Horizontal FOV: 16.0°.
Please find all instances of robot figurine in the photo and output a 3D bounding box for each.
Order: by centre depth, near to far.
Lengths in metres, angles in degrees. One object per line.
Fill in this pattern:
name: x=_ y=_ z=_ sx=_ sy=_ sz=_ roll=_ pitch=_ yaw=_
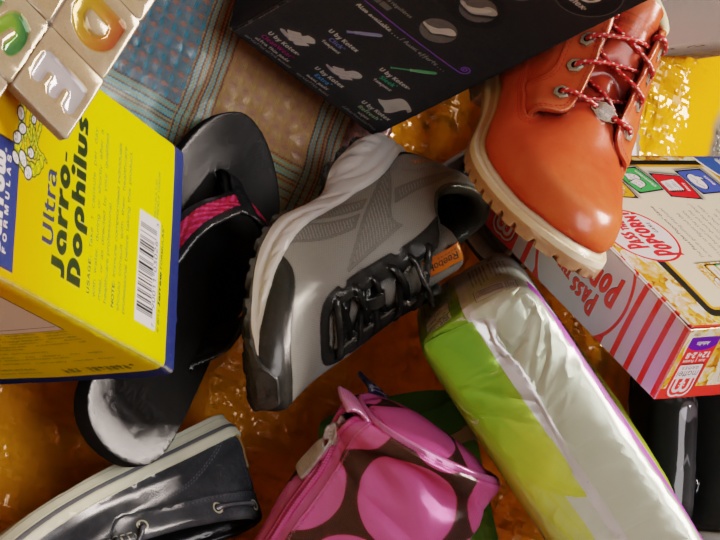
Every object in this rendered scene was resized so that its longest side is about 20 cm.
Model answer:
robot figurine: x=0.205 y=0.105 z=1.435 sx=0.150 sy=0.125 sz=0.201 roll=9 pitch=83 yaw=-20

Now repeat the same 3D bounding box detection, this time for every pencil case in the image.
pencil case: x=-0.022 y=0.154 z=1.241 sx=0.094 sy=0.091 sz=0.200 roll=26 pitch=99 yaw=-37

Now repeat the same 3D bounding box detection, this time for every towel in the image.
towel: x=-0.066 y=-0.084 z=1.298 sx=0.200 sy=0.022 sz=0.147 roll=26 pitch=74 yaw=-34

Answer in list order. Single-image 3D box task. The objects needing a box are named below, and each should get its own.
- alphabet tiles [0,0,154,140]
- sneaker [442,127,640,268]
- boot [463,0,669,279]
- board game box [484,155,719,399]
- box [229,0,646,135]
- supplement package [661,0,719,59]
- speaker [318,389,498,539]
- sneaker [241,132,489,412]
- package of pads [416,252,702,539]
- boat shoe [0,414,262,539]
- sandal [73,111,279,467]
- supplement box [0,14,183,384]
alphabet tiles: x=-0.141 y=-0.155 z=1.011 sx=0.167 sy=0.008 sz=0.200 roll=47 pitch=54 yaw=-28
sneaker: x=0.094 y=-0.095 z=1.389 sx=0.108 sy=0.070 sz=0.201 roll=-9 pitch=96 yaw=-39
boot: x=0.107 y=-0.082 z=1.245 sx=0.075 sy=0.107 sz=0.200 roll=30 pitch=30 yaw=-22
board game box: x=0.185 y=-0.001 z=1.334 sx=0.200 sy=0.152 sz=0.046 roll=-1 pitch=127 yaw=-40
box: x=0.047 y=-0.170 z=1.261 sx=0.106 sy=0.200 sz=0.123 roll=34 pitch=52 yaw=-30
supplement package: x=0.213 y=-0.181 z=1.399 sx=0.200 sy=0.117 sz=0.117 roll=-15 pitch=98 yaw=-72
speaker: x=0.035 y=0.168 z=1.325 sx=0.088 sy=0.088 sz=0.201 roll=-18 pitch=99 yaw=-36
sneaker: x=0.000 y=0.000 z=1.246 sx=0.200 sy=0.079 sz=0.074 roll=-53 pitch=151 yaw=-47
package of pads: x=0.105 y=0.090 z=1.277 sx=0.068 sy=0.155 sz=0.200 roll=-33 pitch=96 yaw=3
boat shoe: x=-0.124 y=0.133 z=1.210 sx=0.200 sy=0.075 sz=0.062 roll=-26 pitch=83 yaw=-40
sandal: x=-0.076 y=0.007 z=1.229 sx=0.075 sy=0.045 sz=0.200 roll=42 pitch=51 yaw=-28
supplement box: x=-0.164 y=-0.025 z=1.102 sx=0.200 sy=0.108 sz=0.110 roll=38 pitch=51 yaw=-67
